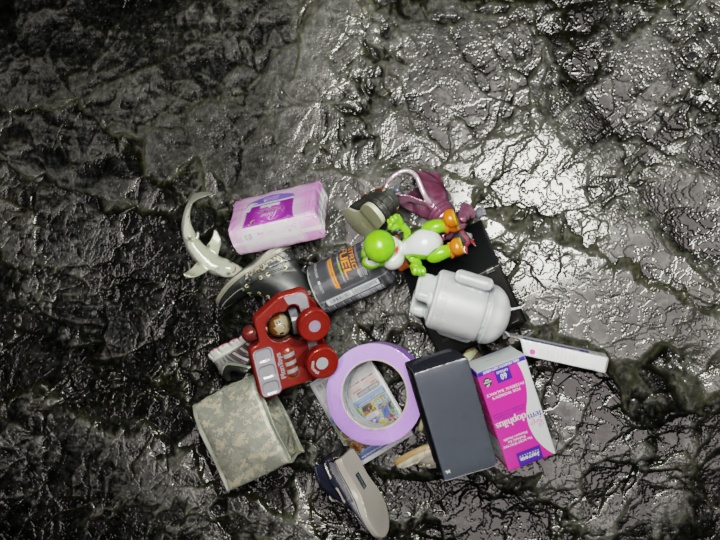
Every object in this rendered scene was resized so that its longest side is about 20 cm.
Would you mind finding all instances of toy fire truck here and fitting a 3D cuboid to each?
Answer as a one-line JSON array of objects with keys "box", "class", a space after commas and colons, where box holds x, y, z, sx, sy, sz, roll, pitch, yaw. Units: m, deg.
[{"box": [-0.145, 0.142, 1.723, 0.166, 0.112, 0.202, -18, 112, -15], "class": "toy fire truck"}]

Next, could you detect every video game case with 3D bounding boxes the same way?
[{"box": [0.002, 0.285, 1.796, 0.142, 0.018, 0.201, -32, 82, 10], "class": "video game case"}]

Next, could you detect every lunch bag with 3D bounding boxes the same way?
[{"box": [-0.236, 0.327, 1.801, 0.163, 0.118, 0.202, -26, 88, 11], "class": "lunch bag"}]

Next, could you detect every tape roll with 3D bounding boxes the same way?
[{"box": [0.034, 0.246, 1.747, 0.198, 0.066, 0.203, 0, 89, 14], "class": "tape roll"}]

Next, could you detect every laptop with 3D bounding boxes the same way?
[{"box": [0.202, 0.039, 1.734, 0.186, 0.116, 0.201, -26, 100, 12], "class": "laptop"}]

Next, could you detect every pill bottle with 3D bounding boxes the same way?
[{"box": [0.000, 0.000, 1.758, 0.198, 0.106, 0.107, -25, 83, 11], "class": "pill bottle"}]

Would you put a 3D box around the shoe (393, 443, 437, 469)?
[{"box": [0.162, 0.364, 1.729, 0.198, 0.070, 0.054, -21, 76, 10], "class": "shoe"}]

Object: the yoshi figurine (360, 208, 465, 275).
[{"box": [0.089, -0.049, 1.628, 0.198, 0.113, 0.113, -15, 120, 11], "class": "yoshi figurine"}]

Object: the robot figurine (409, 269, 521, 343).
[{"box": [0.194, 0.069, 1.624, 0.198, 0.114, 0.171, 15, 137, 2], "class": "robot figurine"}]

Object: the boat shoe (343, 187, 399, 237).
[{"box": [0.021, -0.115, 1.725, 0.063, 0.201, 0.074, -44, 98, -18], "class": "boat shoe"}]

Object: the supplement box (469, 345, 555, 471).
[{"box": [0.285, 0.262, 1.659, 0.100, 0.103, 0.202, -20, 97, -4], "class": "supplement box"}]

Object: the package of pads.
[{"box": [-0.166, -0.107, 1.790, 0.198, 0.121, 0.076, -12, 128, 12], "class": "package of pads"}]

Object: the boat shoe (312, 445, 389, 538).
[{"box": [-0.020, 0.459, 1.779, 0.092, 0.074, 0.202, -25, 90, 36], "class": "boat shoe"}]

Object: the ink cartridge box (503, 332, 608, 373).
[{"box": [0.373, 0.156, 1.671, 0.198, 0.095, 0.038, 14, 93, 13], "class": "ink cartridge box"}]

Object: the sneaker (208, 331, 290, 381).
[{"box": [-0.222, 0.174, 1.824, 0.198, 0.074, 0.088, -26, 83, 16], "class": "sneaker"}]

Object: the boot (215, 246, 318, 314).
[{"box": [-0.192, 0.056, 1.819, 0.203, 0.073, 0.154, -38, 83, 9], "class": "boot"}]

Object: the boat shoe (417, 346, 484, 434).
[{"box": [0.187, 0.248, 1.726, 0.066, 0.072, 0.202, 33, 92, 16], "class": "boat shoe"}]

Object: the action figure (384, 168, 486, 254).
[{"box": [0.161, -0.120, 1.708, 0.134, 0.149, 0.200, -42, 66, 3], "class": "action figure"}]

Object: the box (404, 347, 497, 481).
[{"box": [0.164, 0.259, 1.604, 0.103, 0.182, 0.202, -17, 92, -1], "class": "box"}]

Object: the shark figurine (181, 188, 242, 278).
[{"box": [-0.350, -0.062, 1.861, 0.127, 0.089, 0.216, -26, 91, -22], "class": "shark figurine"}]
